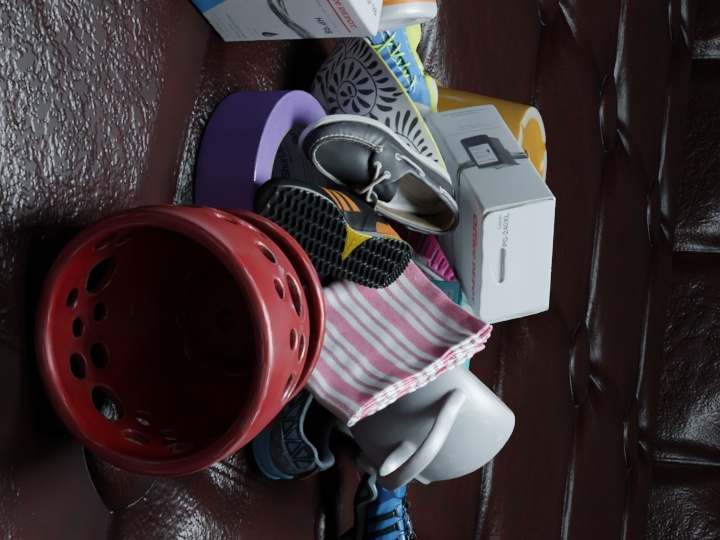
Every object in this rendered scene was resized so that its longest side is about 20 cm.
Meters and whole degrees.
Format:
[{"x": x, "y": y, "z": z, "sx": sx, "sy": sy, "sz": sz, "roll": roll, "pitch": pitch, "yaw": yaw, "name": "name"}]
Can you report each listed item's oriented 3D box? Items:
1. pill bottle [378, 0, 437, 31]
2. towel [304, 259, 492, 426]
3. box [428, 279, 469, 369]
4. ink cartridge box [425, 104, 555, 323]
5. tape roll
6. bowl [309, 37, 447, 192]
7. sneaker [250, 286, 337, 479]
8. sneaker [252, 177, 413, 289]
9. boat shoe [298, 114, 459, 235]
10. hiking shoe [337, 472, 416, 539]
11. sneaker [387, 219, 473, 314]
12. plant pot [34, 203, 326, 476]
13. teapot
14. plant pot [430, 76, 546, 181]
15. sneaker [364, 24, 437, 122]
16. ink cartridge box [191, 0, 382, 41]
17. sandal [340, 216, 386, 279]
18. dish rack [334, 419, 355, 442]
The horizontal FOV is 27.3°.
[{"x": 0.014, "y": -0.361, "z": 1.576, "sx": 0.114, "sy": 0.113, "sz": 0.203, "roll": -16, "pitch": 98, "yaw": -66, "name": "pill bottle"}, {"x": 0.012, "y": 0.057, "z": 1.407, "sx": 0.199, "sy": 0.146, "sz": 0.030, "roll": -26, "pitch": 143, "yaw": -37, "name": "towel"}, {"x": 0.076, "y": 0.068, "z": 1.661, "sx": 0.200, "sy": 0.081, "sz": 0.050, "roll": 72, "pitch": 26, "yaw": -67, "name": "box"}, {"x": 0.136, "y": -0.062, "z": 1.587, "sx": 0.201, "sy": 0.082, "sz": 0.147, "roll": -114, "pitch": -162, "yaw": -51, "name": "ink cartridge box"}, {"x": -0.086, "y": -0.072, "z": 1.437, "sx": 0.200, "sy": 0.065, "sz": 0.203, "roll": 2, "pitch": 90, "yaw": -68, "name": "tape roll"}, {"x": 0.001, "y": -0.142, "z": 1.562, "sx": 0.202, "sy": 0.094, "sz": 0.201, "roll": 56, "pitch": -5, "yaw": 8, "name": "bowl"}, {"x": -0.044, "y": 0.110, "z": 1.491, "sx": 0.079, "sy": 0.095, "sz": 0.203, "roll": 18, "pitch": 75, "yaw": -49, "name": "sneaker"}, {"x": -0.040, "y": -0.047, "z": 1.399, "sx": 0.199, "sy": 0.090, "sz": 0.070, "roll": 24, "pitch": 108, "yaw": -44, "name": "sneaker"}, {"x": 0.023, "y": -0.089, "z": 1.450, "sx": 0.199, "sy": 0.074, "sz": 0.061, "roll": 28, "pitch": 32, "yaw": -43, "name": "boat shoe"}, {"x": 0.033, "y": 0.276, "z": 1.649, "sx": 0.074, "sy": 0.086, "sz": 0.202, "roll": -31, "pitch": 144, "yaw": -67, "name": "hiking shoe"}, {"x": 0.067, "y": 0.001, "z": 1.707, "sx": 0.089, "sy": 0.199, "sz": 0.081, "roll": -54, "pitch": 177, "yaw": 36, "name": "sneaker"}, {"x": -0.128, "y": 0.045, "z": 1.174, "sx": 0.182, "sy": 0.198, "sz": 0.203, "roll": -16, "pitch": 107, "yaw": -69, "name": "plant pot"}, {"x": 0.051, "y": 0.147, "z": 1.502, "sx": 0.146, "sy": 0.197, "sz": 0.200, "roll": -48, "pitch": 145, "yaw": 0, "name": "teapot"}, {"x": 0.120, "y": -0.133, "z": 1.775, "sx": 0.200, "sy": 0.181, "sz": 0.203, "roll": 2, "pitch": 90, "yaw": -67, "name": "plant pot"}, {"x": 0.027, "y": -0.238, "z": 1.676, "sx": 0.105, "sy": 0.075, "sz": 0.202, "roll": 29, "pitch": 43, "yaw": -52, "name": "sneaker"}, {"x": -0.053, "y": -0.264, "z": 1.326, "sx": 0.116, "sy": 0.197, "sz": 0.068, "roll": 47, "pitch": 49, "yaw": -58, "name": "ink cartridge box"}, {"x": 0.000, "y": -0.001, "z": 1.561, "sx": 0.076, "sy": 0.047, "sz": 0.203, "roll": -62, "pitch": 156, "yaw": -55, "name": "sandal"}, {"x": -0.002, "y": 0.111, "z": 1.682, "sx": 0.200, "sy": 0.043, "sz": 0.174, "roll": 44, "pitch": 51, "yaw": -61, "name": "dish rack"}]
